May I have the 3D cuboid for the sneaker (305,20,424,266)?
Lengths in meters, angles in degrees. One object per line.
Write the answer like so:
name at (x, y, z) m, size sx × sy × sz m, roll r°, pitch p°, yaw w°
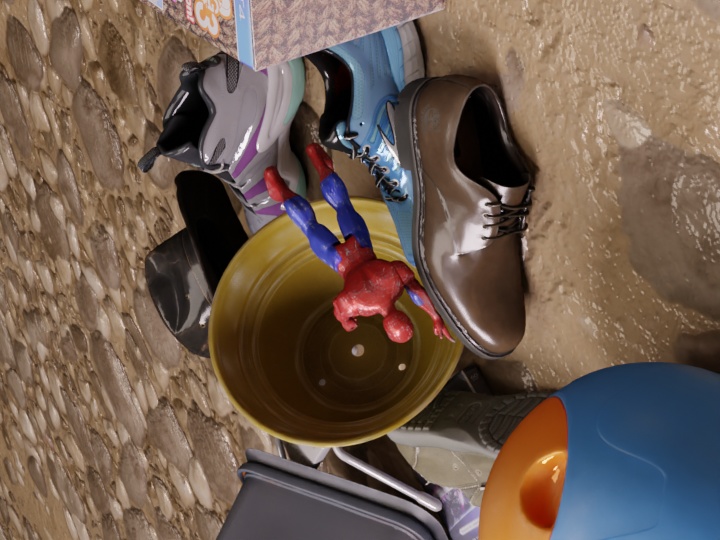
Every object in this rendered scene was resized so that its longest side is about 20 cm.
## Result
sneaker at (0.009, -0.091, 0.967) m, size 0.078 × 0.090 × 0.200 m, roll -10°, pitch 103°, yaw 59°

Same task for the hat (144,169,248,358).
hat at (-0.138, 0.015, 1.191) m, size 0.201 × 0.081 × 0.201 m, roll 60°, pitch -165°, yaw -28°

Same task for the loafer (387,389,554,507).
loafer at (0.106, 0.132, 0.979) m, size 0.200 × 0.075 × 0.070 m, roll 5°, pitch 127°, yaw 49°

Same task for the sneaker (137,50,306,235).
sneaker at (-0.119, -0.092, 1.118) m, size 0.078 × 0.140 × 0.200 m, roll 34°, pitch 136°, yaw 43°

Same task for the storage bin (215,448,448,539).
storage bin at (-0.037, 0.263, 1.154) m, size 0.200 × 0.134 × 0.146 m, roll 16°, pitch 148°, yaw 29°

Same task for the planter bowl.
planter bowl at (-0.010, 0.049, 1.041) m, size 0.200 × 0.200 × 0.083 m, roll 51°, pitch 175°, yaw 26°

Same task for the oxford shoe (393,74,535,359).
oxford shoe at (0.080, -0.033, 0.912) m, size 0.084 × 0.073 × 0.200 m, roll 2°, pitch 111°, yaw 55°

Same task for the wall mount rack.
wall mount rack at (-0.012, 0.153, 1.163) m, size 0.174 × 0.074 × 0.200 m, roll 65°, pitch 159°, yaw 18°

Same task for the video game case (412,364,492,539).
video game case at (0.105, 0.188, 1.070) m, size 0.200 × 0.019 × 0.143 m, roll 61°, pitch 149°, yaw 13°

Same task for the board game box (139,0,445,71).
board game box at (-0.064, -0.233, 0.922) m, size 0.200 × 0.159 × 0.097 m, roll 36°, pitch 138°, yaw 42°

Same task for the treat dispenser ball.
treat dispenser ball at (0.167, 0.152, 0.767) m, size 0.201 × 0.201 × 0.201 m, roll 36°, pitch 137°, yaw 42°

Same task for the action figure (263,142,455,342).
action figure at (0.000, 0.000, 0.982) m, size 0.099 × 0.065 × 0.200 m, roll 61°, pitch 178°, yaw -42°
